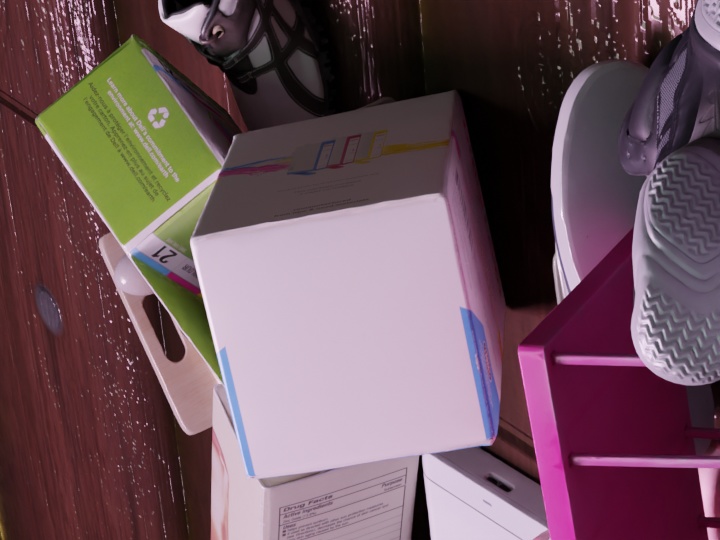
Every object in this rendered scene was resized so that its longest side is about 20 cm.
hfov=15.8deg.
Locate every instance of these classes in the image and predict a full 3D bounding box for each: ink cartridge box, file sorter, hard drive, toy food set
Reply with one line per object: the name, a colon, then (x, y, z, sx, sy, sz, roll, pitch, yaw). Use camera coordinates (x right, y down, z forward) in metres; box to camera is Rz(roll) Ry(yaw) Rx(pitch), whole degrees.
ink cartridge box: (0.000, 0.000, 1.300, 0.200, 0.124, 0.129, -78, -24, -71)
ink cartridge box: (-0.073, -0.013, 1.419, 0.200, 0.076, 0.148, 53, -174, 22)
file sorter: (0.165, 0.098, 1.120, 0.125, 0.139, 0.201, 0, 112, 29)
hard drive: (0.089, 0.203, 1.468, 0.132, 0.027, 0.201, 29, 135, 49)
toy food set: (-0.093, 0.017, 1.604, 0.144, 0.060, 0.200, 65, 152, 2)

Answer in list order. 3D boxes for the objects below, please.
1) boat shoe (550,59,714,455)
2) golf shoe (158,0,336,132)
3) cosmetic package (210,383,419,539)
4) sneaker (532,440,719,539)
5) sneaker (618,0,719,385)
boat shoe: (0.122, -0.003, 1.220, 0.066, 0.072, 0.201, -152, 46, -66)
golf shoe: (-0.071, -0.135, 1.421, 0.078, 0.094, 0.201, 29, 136, 47)
cosmetic package: (-0.030, 0.151, 1.535, 0.201, 0.103, 0.087, 96, 152, -44)
sneaker: (0.130, 0.148, 1.278, 0.076, 0.104, 0.200, 62, 150, 11)
sneaker: (0.146, -0.033, 1.069, 0.075, 0.201, 0.114, 20, 157, -5)
